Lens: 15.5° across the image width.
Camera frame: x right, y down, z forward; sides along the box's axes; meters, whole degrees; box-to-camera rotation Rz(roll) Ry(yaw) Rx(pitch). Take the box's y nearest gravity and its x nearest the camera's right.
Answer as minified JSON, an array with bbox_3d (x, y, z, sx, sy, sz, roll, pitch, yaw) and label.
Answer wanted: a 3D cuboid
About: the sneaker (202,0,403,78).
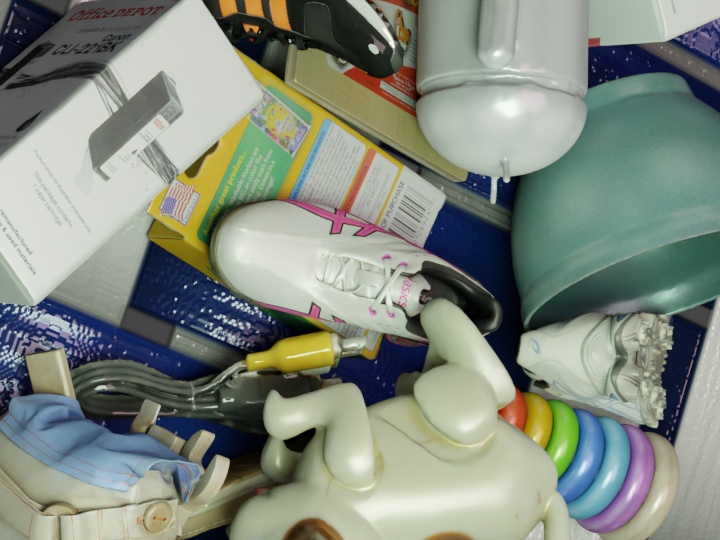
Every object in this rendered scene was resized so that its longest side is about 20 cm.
[{"bbox_3d":[-0.067,-0.163,1.648,0.200,0.070,0.090,37,83,14],"label":"sneaker"}]

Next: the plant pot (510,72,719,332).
[{"bbox_3d":[0.187,-0.052,1.813,0.199,0.200,0.135,-6,70,-34],"label":"plant pot"}]

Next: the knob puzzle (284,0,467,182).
[{"bbox_3d":[0.020,-0.182,1.769,0.219,0.030,0.221,8,79,-47],"label":"knob puzzle"}]

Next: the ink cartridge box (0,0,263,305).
[{"bbox_3d":[-0.177,-0.075,1.570,0.200,0.144,0.084,-43,114,-26],"label":"ink cartridge box"}]

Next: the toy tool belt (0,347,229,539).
[{"bbox_3d":[-0.142,0.126,1.567,0.125,0.199,0.124,17,92,-55],"label":"toy tool belt"}]

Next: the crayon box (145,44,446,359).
[{"bbox_3d":[-0.051,-0.044,1.716,0.200,0.051,0.126,34,73,-32],"label":"crayon box"}]

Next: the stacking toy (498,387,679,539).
[{"bbox_3d":[0.121,0.121,1.832,0.199,0.085,0.086,25,78,-26],"label":"stacking toy"}]

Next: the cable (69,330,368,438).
[{"bbox_3d":[-0.096,0.073,1.694,0.199,0.097,0.051,0,61,-16],"label":"cable"}]

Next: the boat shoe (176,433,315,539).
[{"bbox_3d":[-0.041,0.149,1.716,0.199,0.074,0.070,-15,97,-35],"label":"boat shoe"}]

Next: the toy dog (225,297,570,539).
[{"bbox_3d":[0.009,0.150,1.611,0.200,0.140,0.194,-33,79,-24],"label":"toy dog"}]

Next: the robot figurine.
[{"bbox_3d":[0.093,-0.149,1.739,0.112,0.170,0.201,0,79,9],"label":"robot figurine"}]

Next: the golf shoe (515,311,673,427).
[{"bbox_3d":[0.164,0.061,1.839,0.200,0.097,0.079,39,57,-71],"label":"golf shoe"}]

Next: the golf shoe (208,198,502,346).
[{"bbox_3d":[0.000,0.000,1.668,0.199,0.092,0.073,15,84,-33],"label":"golf shoe"}]

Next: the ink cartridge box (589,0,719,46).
[{"bbox_3d":[0.228,-0.224,1.847,0.199,0.145,0.084,-24,103,-32],"label":"ink cartridge box"}]
